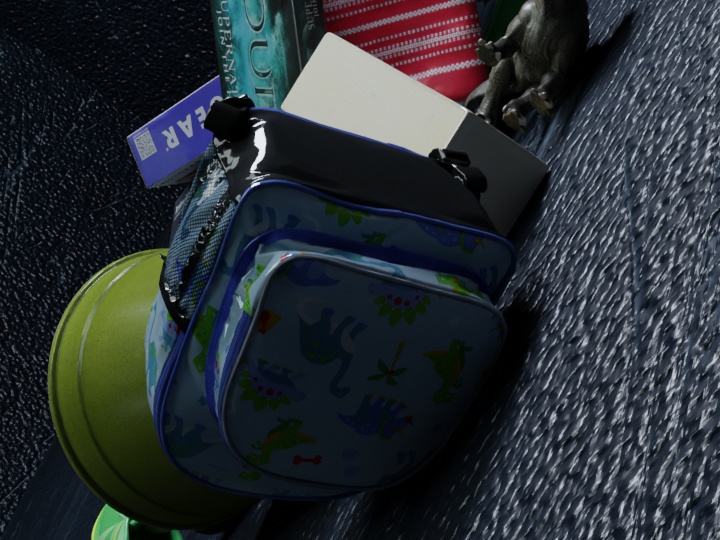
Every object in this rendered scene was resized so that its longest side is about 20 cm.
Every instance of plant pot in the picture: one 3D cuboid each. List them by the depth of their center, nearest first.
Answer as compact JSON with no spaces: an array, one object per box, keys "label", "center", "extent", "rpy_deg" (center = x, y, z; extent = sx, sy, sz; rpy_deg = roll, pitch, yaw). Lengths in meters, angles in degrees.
[{"label":"plant pot","center":[-0.081,0.066,1.259],"extent":[0.192,0.200,0.201],"rpy_deg":[-19,38,56]}]

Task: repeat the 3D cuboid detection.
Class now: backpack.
[{"label":"backpack","center":[-0.026,0.036,1.028],"extent":[0.201,0.181,0.148],"rpy_deg":[-63,26,30]}]

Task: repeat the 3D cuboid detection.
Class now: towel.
[{"label":"towel","center":[0.012,-0.206,1.321],"extent":[0.143,0.202,0.022],"rpy_deg":[-8,6,30]}]

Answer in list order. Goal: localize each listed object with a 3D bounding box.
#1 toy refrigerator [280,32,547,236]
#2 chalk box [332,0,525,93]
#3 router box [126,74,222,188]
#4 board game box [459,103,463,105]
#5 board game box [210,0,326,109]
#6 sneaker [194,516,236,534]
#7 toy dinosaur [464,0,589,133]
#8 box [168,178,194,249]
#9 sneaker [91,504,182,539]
[{"label":"toy refrigerator","center":[0.029,-0.084,1.208],"extent":[0.070,0.076,0.200],"rpy_deg":[-57,34,3]},{"label":"chalk box","center":[0.052,-0.202,1.384],"extent":[0.124,0.199,0.125],"rpy_deg":[-22,-42,-58]},{"label":"router box","center":[-0.065,-0.139,1.560],"extent":[0.199,0.049,0.179],"rpy_deg":[-28,-9,36]},{"label":"board game box","center":[0.007,-0.072,1.603],"extent":[0.153,0.045,0.200],"rpy_deg":[-61,10,-15]},{"label":"board game box","center":[-0.064,-0.145,1.362],"extent":[0.135,0.028,0.202],"rpy_deg":[12,112,59]},{"label":"sneaker","center":[-0.142,0.119,1.400],"extent":[0.073,0.202,0.082],"rpy_deg":[11,33,36]},{"label":"toy dinosaur","center":[0.118,-0.143,1.221],"extent":[0.102,0.077,0.201],"rpy_deg":[-48,-16,-23]},{"label":"box","center":[-0.094,0.009,1.529],"extent":[0.200,0.103,0.184],"rpy_deg":[141,139,-64]},{"label":"sneaker","center":[-0.171,0.229,1.508],"extent":[0.084,0.074,0.200],"rpy_deg":[-58,18,15]}]
